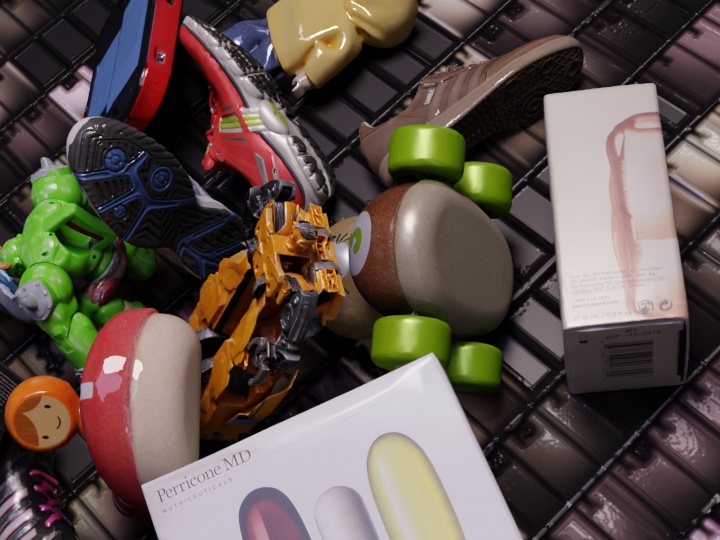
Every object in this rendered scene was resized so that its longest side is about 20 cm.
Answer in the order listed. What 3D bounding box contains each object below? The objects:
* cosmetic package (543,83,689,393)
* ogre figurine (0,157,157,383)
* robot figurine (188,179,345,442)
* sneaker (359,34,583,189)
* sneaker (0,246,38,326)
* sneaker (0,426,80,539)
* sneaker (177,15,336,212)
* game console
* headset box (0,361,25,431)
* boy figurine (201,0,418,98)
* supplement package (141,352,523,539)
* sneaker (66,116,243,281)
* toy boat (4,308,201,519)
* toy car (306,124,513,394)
[{"bbox_3d":[0.184,-0.024,0.946,0.086,0.104,0.202,-6,59,10],"label":"cosmetic package"},{"bbox_3d":[-0.218,-0.007,1.027,0.097,0.120,0.202,-5,58,35],"label":"ogre figurine"},{"bbox_3d":[-0.071,0.030,0.932,0.058,0.200,0.146,7,51,-28],"label":"robot figurine"},{"bbox_3d":[0.087,-0.145,1.068,0.199,0.071,0.076,-33,55,-7],"label":"sneaker"},{"bbox_3d":[-0.339,0.014,1.097,0.199,0.079,0.096,25,91,26],"label":"sneaker"},{"bbox_3d":[-0.231,0.191,0.944,0.087,0.074,0.202,-5,62,13],"label":"sneaker"},{"bbox_3d":[-0.104,-0.121,1.074,0.085,0.077,0.201,-36,78,14],"label":"sneaker"},{"bbox_3d":[-0.204,-0.180,1.130,0.177,0.031,0.202,-37,40,46],"label":"game console"},{"bbox_3d":[-0.355,0.067,0.954,0.093,0.174,0.200,-54,21,-19],"label":"headset box"},{"bbox_3d":[-0.047,-0.211,1.149,0.198,0.065,0.125,-21,59,1],"label":"boy figurine"},{"bbox_3d":[0.006,0.192,0.759,0.190,0.147,0.201,-25,66,-2],"label":"supplement package"},{"bbox_3d":[-0.164,-0.053,1.010,0.077,0.200,0.076,30,79,41],"label":"sneaker"},{"bbox_3d":[-0.177,0.099,0.892,0.129,0.200,0.132,2,74,-11],"label":"toy boat"},{"bbox_3d":[0.000,0.000,0.964,0.198,0.157,0.166,-4,73,32],"label":"toy car"}]
